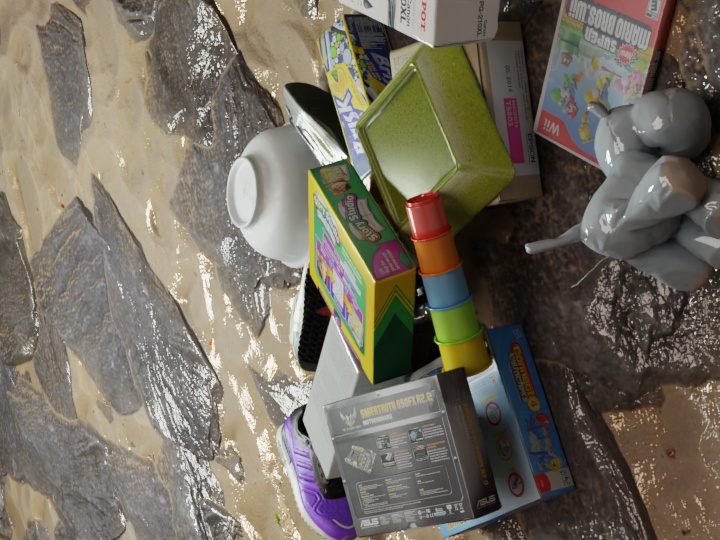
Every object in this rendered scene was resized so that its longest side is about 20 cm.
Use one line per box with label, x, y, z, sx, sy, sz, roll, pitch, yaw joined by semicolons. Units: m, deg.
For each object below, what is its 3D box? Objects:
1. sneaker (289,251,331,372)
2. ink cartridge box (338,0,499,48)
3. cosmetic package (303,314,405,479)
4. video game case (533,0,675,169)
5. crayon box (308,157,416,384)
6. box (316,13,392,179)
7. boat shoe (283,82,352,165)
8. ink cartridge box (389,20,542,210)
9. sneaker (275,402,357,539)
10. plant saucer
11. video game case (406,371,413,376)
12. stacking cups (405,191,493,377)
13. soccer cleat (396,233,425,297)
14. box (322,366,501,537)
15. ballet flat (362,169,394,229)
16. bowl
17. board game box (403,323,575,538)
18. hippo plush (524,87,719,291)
sneaker;-0.062;0.028;1.937;0.093;0.069;0.203;-141;58;-61
ink cartridge box;0.061;-0.337;1.546;0.200;0.083;0.147;36;132;50
cosmetic package;-0.008;0.155;1.807;0.202;0.070;0.102;107;148;-41
video game case;0.249;-0.214;1.494;0.143;0.017;0.203;37;125;46
crayon box;0.000;0.000;1.689;0.174;0.058;0.201;92;155;-45
box;0.012;-0.211;1.794;0.070;0.064;0.203;-32;69;51
boat shoe;-0.043;-0.169;1.875;0.202;0.074;0.065;50;129;29
ink cartridge box;0.118;-0.167;1.641;0.164;0.074;0.203;-7;89;54
sneaker;-0.050;0.267;1.961;0.201;0.069;0.100;61;137;28
plant saucer;0.067;-0.139;1.614;0.200;0.047;0.202;-45;60;49
video game case;0.028;0.183;1.861;0.182;0.023;0.203;-35;67;59
stacking cups;0.097;0.014;1.576;0.060;0.060;0.203;11;120;53
soccer cleat;0.042;0.006;1.801;0.200;0.069;0.088;-36;45;54
box;0.054;0.206;1.614;0.199;0.048;0.161;-21;82;46
ballet flat;0.012;-0.057;1.790;0.200;0.067;0.073;130;148;-58
bowl;-0.123;-0.105;1.964;0.200;0.089;0.204;2;93;60
board game box;0.141;0.189;1.686;0.200;0.055;0.198;-35;68;52
hippo plush;0.285;-0.082;1.395;0.199;0.159;0.163;-27;42;38
